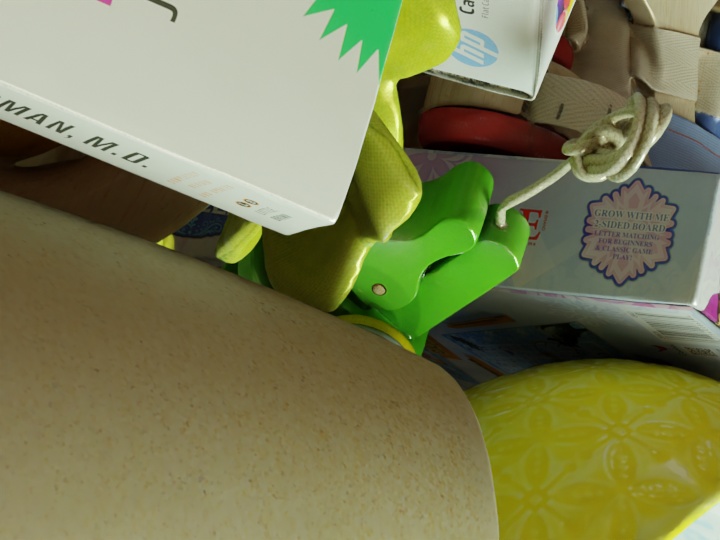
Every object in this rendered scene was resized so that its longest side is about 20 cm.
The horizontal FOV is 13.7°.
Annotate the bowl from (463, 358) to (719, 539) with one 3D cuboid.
[{"bbox_3d":[0.032,0.091,0.865,0.200,0.108,0.200,-40,159,-19],"label":"bowl"}]

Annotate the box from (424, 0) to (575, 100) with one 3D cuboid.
[{"bbox_3d":[0.053,-0.166,0.743,0.200,0.041,0.156,87,22,-54],"label":"box"}]

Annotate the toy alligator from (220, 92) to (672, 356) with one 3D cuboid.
[{"bbox_3d":[0.000,0.000,0.792,0.054,0.059,0.200,34,131,-14],"label":"toy alligator"}]

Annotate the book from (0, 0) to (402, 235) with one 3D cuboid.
[{"bbox_3d":[-0.079,-0.104,0.607,0.200,0.134,0.048,21,164,-23],"label":"book"}]

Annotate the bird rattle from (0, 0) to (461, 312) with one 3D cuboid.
[{"bbox_3d":[-0.067,-0.075,0.693,0.163,0.200,0.113,-29,-167,2],"label":"bird rattle"}]

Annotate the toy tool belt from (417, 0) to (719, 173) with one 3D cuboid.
[{"bbox_3d":[0.079,-0.067,0.936,0.200,0.125,0.123,35,66,-61],"label":"toy tool belt"}]

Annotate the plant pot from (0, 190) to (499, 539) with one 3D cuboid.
[{"bbox_3d":[-0.079,0.061,0.636,0.200,0.187,0.187,4,133,-21],"label":"plant pot"}]

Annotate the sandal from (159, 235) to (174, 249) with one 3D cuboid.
[{"bbox_3d":[-0.088,0.032,0.836,0.079,0.087,0.200,2,166,8],"label":"sandal"}]

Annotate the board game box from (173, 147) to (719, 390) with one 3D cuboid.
[{"bbox_3d":[0.051,0.011,0.926,0.200,0.199,0.041,34,66,-58],"label":"board game box"}]
